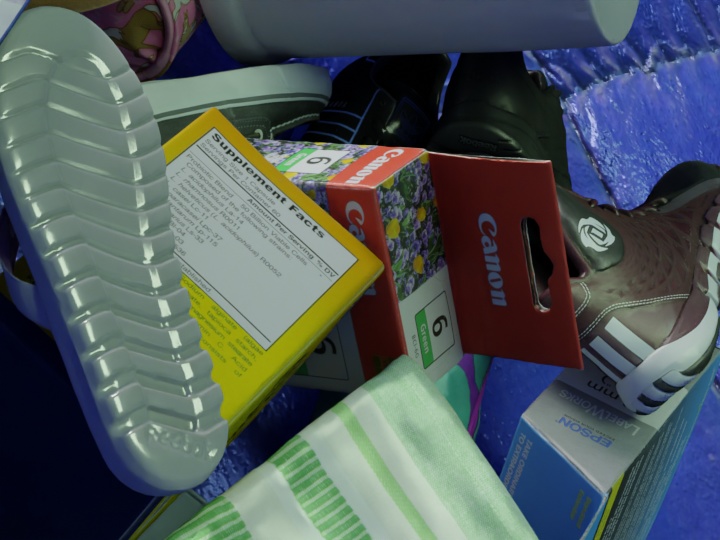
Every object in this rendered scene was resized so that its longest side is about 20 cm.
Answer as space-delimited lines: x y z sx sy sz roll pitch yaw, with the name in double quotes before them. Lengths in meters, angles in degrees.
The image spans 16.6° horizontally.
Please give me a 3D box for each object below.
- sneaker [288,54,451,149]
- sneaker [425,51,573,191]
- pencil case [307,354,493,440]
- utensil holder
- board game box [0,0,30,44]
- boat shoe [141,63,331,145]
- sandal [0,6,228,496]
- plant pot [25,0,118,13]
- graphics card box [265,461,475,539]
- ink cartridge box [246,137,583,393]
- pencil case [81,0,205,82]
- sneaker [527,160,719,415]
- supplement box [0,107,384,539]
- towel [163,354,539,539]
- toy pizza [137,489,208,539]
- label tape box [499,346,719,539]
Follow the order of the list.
"sneaker" -0.003 -0.051 1.301 0.070 0.078 0.200 40 40 -22
"sneaker" 0.090 -0.057 1.350 0.200 0.076 0.091 67 30 -61
"pencil case" 0.035 0.045 1.229 0.092 0.085 0.201 16 64 8
"utensil holder" 0.033 -0.191 1.250 0.170 0.199 0.171 0 90 -72
"board game box" -0.209 -0.052 0.968 0.041 0.199 0.200 42 40 -16
"boat shoe" -0.086 -0.068 1.240 0.200 0.068 0.057 -13 94 -50
"sandal" -0.111 -0.006 0.957 0.082 0.050 0.203 2 66 -47
"plant pot" -0.155 -0.212 1.179 0.199 0.028 0.201 -1 64 1
"graphics card box" -0.009 0.168 1.072 0.200 0.051 0.126 -23 83 -37
"ink cartridge box" 0.000 0.000 1.144 0.050 0.199 0.109 -36 123 -47
"pencil case" -0.105 -0.181 1.279 0.200 0.082 0.087 -65 152 -49
"sneaker" 0.128 -0.024 1.232 0.115 0.076 0.200 37 30 -10
"supplement box" -0.096 0.036 1.057 0.109 0.110 0.200 43 38 3
"towel" 0.001 0.144 1.043 0.200 0.023 0.153 -35 89 -38
"toy pizza" -0.105 0.172 1.066 0.200 0.032 0.201 27 47 -33
"label tape box" 0.100 0.124 1.231 0.063 0.145 0.200 27 34 15
